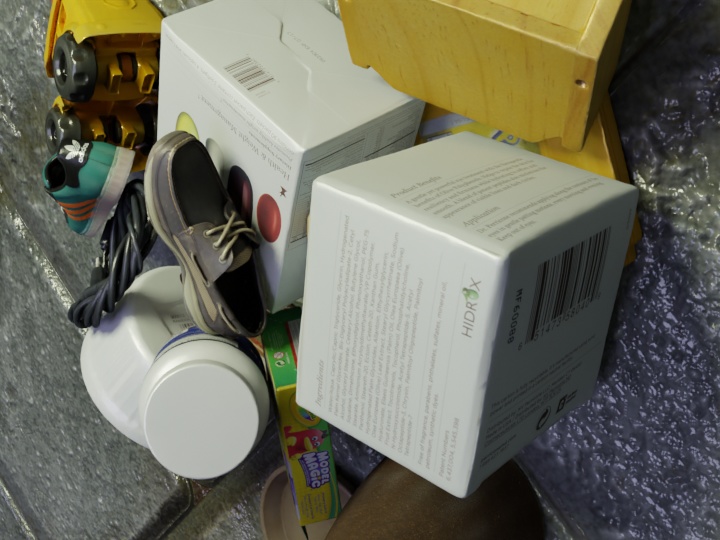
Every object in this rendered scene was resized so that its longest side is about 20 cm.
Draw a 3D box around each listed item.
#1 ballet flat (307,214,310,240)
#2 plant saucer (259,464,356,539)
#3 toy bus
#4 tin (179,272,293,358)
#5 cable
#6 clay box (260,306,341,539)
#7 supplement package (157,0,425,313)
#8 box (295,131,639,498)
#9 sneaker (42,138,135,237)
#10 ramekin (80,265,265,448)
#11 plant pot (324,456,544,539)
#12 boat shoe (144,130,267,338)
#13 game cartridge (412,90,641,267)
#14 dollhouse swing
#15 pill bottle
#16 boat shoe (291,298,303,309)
[{"bbox_3d":[0.000,0.000,0.863,0.063,0.200,0.069,-36,63,21],"label":"ballet flat"},{"bbox_3d":[-0.038,0.311,1.137,0.199,0.029,0.202,17,117,38],"label":"plant saucer"},{"bbox_3d":[-0.296,-0.231,1.102,0.192,0.135,0.201,55,138,29],"label":"toy bus"},{"bbox_3d":[-0.099,0.055,1.028,0.200,0.042,0.112,40,155,-8],"label":"tin"},{"bbox_3d":[-0.260,-0.015,1.040,0.051,0.164,0.200,30,169,-19],"label":"cable"},{"bbox_3d":[-0.056,0.150,0.947,0.115,0.047,0.201,-113,12,-54],"label":"clay box"},{"bbox_3d":[-0.072,-0.113,0.890,0.191,0.147,0.201,43,143,24],"label":"supplement package"},{"bbox_3d":[0.078,0.021,0.759,0.171,0.198,0.201,25,121,32],"label":"box"},{"bbox_3d":[-0.300,-0.094,1.058,0.200,0.079,0.072,-33,40,60],"label":"sneaker"},{"bbox_3d":[-0.192,0.091,1.080,0.201,0.200,0.098,53,126,13],"label":"ramekin"},{"bbox_3d":[0.044,0.260,0.897,0.186,0.200,0.189,5,99,31],"label":"plant pot"},{"bbox_3d":[-0.118,-0.026,0.831,0.073,0.075,0.201,16,137,33],"label":"boat shoe"},{"bbox_3d":[0.127,-0.079,0.833,0.199,0.032,0.178,-9,100,45],"label":"game cartridge"},{"bbox_3d":[0.108,-0.229,0.725,0.199,0.177,0.182,23,163,15],"label":"dollhouse swing"},{"bbox_3d":[-0.139,0.115,0.890,0.200,0.115,0.117,-148,41,-82],"label":"pill bottle"},{"bbox_3d":[-0.047,0.022,1.015,0.200,0.061,0.072,20,154,38],"label":"boat shoe"}]
